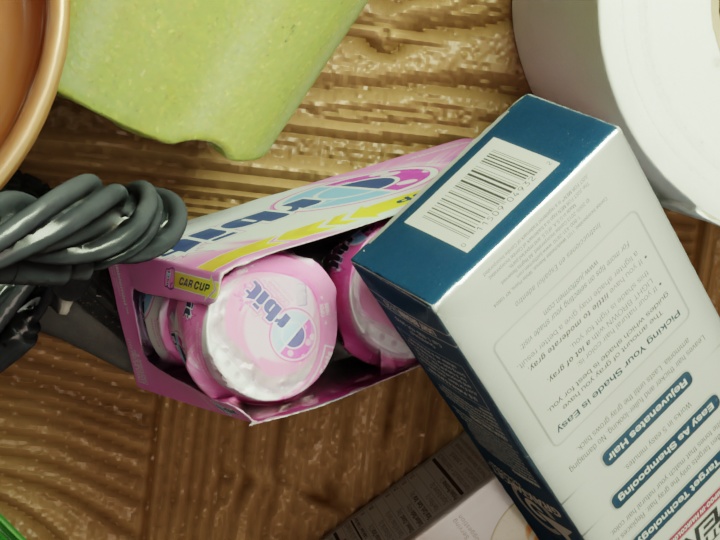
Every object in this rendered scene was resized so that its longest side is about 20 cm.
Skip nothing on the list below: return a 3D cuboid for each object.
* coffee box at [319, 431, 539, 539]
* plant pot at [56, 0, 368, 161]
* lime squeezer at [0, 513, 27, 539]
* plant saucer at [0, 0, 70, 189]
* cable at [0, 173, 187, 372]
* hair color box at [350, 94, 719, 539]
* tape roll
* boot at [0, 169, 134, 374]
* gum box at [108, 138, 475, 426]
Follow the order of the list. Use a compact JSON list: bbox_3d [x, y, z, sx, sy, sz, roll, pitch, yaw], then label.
[{"bbox_3d":[0.087,0.126,0.846,0.200,0.080,0.114,-37,103,-3],"label":"coffee box"},{"bbox_3d":[-0.058,-0.153,0.735,0.200,0.200,0.184,24,106,-13],"label":"plant pot"},{"bbox_3d":[-0.196,0.087,0.782,0.038,0.071,0.200,-28,146,9],"label":"lime squeezer"},{"bbox_3d":[-0.203,-0.093,0.677,0.200,0.037,0.200,0,86,5],"label":"plant saucer"},{"bbox_3d":[-0.145,0.016,0.657,0.163,0.200,0.051,-27,85,12],"label":"cable"},{"bbox_3d":[0.089,0.039,0.719,0.100,0.061,0.200,-43,125,-13],"label":"hair color box"},{"bbox_3d":[0.179,-0.118,0.794,0.202,0.139,0.203,-2,99,-10],"label":"tape roll"},{"bbox_3d":[-0.190,0.013,0.793,0.200,0.070,0.132,37,107,-23],"label":"boot"},{"bbox_3d":[0.000,0.000,0.763,0.200,0.113,0.066,-19,103,-27],"label":"gum box"}]
